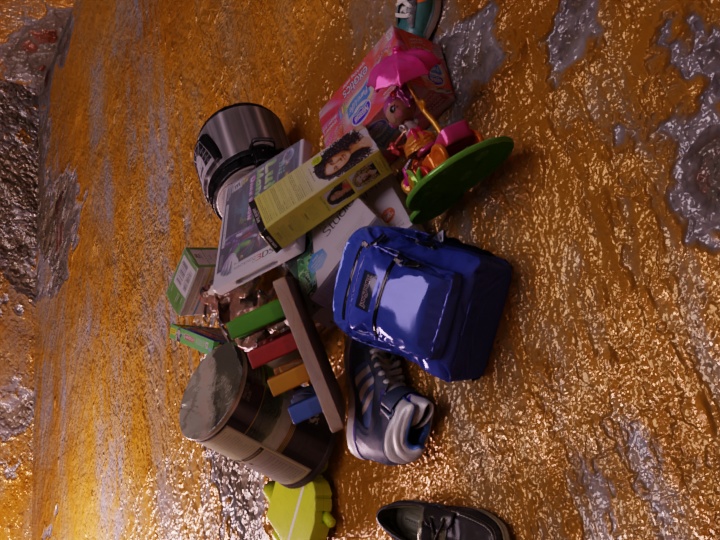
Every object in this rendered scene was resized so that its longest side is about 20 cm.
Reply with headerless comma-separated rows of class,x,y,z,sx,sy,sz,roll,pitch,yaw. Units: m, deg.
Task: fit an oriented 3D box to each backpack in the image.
backpack,0.058,0.024,0.934,0.197,0.166,0.166,22,94,36

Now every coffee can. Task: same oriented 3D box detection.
coffee can,-0.151,0.221,1.151,0.145,0.199,0.149,-30,41,30

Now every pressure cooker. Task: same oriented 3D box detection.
pressure cooker,-0.193,-0.174,1.356,0.176,0.176,0.203,-31,54,12

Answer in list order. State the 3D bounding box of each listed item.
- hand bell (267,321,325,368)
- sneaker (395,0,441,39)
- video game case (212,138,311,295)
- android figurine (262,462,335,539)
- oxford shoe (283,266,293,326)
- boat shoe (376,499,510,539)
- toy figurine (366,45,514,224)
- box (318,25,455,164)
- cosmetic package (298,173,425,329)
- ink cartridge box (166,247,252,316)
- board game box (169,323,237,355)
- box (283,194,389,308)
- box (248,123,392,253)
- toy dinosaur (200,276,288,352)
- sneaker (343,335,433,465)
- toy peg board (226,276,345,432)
hand bell,-0.068,0.090,1.217,0.199,0.103,0.106,-40,51,27
sneaker,0.077,-0.419,1.101,0.071,0.078,0.205,29,106,53
video game case,-0.150,-0.082,1.167,0.179,0.023,0.204,-25,48,33
android figurine,-0.096,0.366,1.210,0.199,0.040,0.187,26,104,56
oxford shoe,-0.094,0.024,1.234,0.075,0.069,0.202,-56,14,41
boat shoe,0.093,0.319,0.928,0.199,0.065,0.074,-7,77,54
toy figurine,0.075,-0.183,0.964,0.187,0.147,0.200,62,159,13
box,0.033,-0.237,1.112,0.199,0.093,0.105,-39,53,43
cosmetic package,-0.009,-0.038,1.108,0.199,0.051,0.152,-42,46,16
ink cartridge box,-0.235,0.017,1.364,0.059,0.197,0.105,48,122,32
board game box,-0.252,0.131,1.406,0.198,0.132,0.030,10,90,54
box,-0.055,-0.059,1.097,0.145,0.036,0.200,-50,38,7
box,-0.057,-0.114,1.059,0.198,0.050,0.076,-35,45,4
toy dinosaur,-0.184,0.081,1.228,0.135,0.085,0.202,-43,39,14
sneaker,0.049,0.155,1.025,0.145,0.079,0.206,-13,70,47
toy peg board,-0.101,0.122,1.050,0.200,0.096,0.204,110,138,-89
